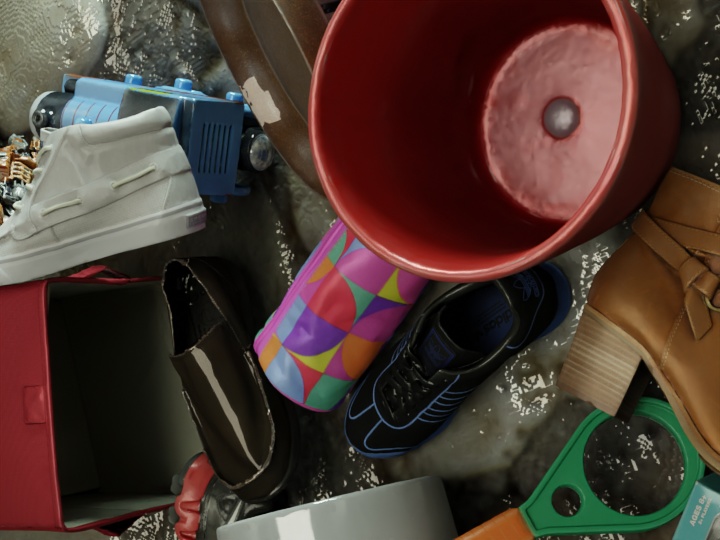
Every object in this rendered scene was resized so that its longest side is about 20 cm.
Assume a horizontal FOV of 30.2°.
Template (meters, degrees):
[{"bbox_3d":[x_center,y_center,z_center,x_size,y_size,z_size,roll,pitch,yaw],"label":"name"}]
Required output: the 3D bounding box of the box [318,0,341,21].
[{"bbox_3d":[-0.040,-0.232,0.878,0.060,0.200,0.117,-20,78,-11],"label":"box"}]

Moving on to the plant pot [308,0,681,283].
[{"bbox_3d":[0.096,-0.094,0.789,0.199,0.177,0.202,1,92,30],"label":"plant pot"}]

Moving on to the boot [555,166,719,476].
[{"bbox_3d":[0.228,0.041,0.774,0.199,0.074,0.156,28,91,14],"label":"boot"}]

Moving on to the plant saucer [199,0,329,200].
[{"bbox_3d":[-0.051,-0.141,0.868,0.034,0.201,0.201,-30,69,-12],"label":"plant saucer"}]

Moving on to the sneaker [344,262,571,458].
[{"bbox_3d":[0.048,0.060,0.888,0.200,0.078,0.070,-44,68,26],"label":"sneaker"}]

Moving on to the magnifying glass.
[{"bbox_3d":[0.118,0.145,0.812,0.199,0.022,0.080,-27,74,-7],"label":"magnifying glass"}]

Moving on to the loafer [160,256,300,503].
[{"bbox_3d":[-0.106,0.075,0.959,0.073,0.071,0.201,-35,60,19],"label":"loafer"}]

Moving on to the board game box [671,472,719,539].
[{"bbox_3d":[0.260,0.231,0.767,0.199,0.047,0.152,27,105,31],"label":"board game box"}]

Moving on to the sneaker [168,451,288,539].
[{"bbox_3d":[-0.090,0.238,0.988,0.097,0.071,0.202,6,98,27],"label":"sneaker"}]

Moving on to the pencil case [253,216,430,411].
[{"bbox_3d":[0.000,0.000,0.916,0.088,0.088,0.201,42,112,26],"label":"pencil case"}]

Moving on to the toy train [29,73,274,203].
[{"bbox_3d":[-0.161,-0.105,1.005,0.199,0.114,0.088,14,98,33],"label":"toy train"}]

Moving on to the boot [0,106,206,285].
[{"bbox_3d":[-0.207,-0.051,0.922,0.198,0.074,0.096,-15,96,14],"label":"boot"}]

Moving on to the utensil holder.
[{"bbox_3d":[0.002,0.250,0.874,0.169,0.169,0.202,-20,77,32],"label":"utensil holder"}]

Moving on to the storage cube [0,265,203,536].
[{"bbox_3d":[-0.235,0.101,1.025,0.179,0.170,0.202,-6,88,34],"label":"storage cube"}]

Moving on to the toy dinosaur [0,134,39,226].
[{"bbox_3d":[-0.304,-0.046,1.003,0.135,0.200,0.103,18,113,4],"label":"toy dinosaur"}]
